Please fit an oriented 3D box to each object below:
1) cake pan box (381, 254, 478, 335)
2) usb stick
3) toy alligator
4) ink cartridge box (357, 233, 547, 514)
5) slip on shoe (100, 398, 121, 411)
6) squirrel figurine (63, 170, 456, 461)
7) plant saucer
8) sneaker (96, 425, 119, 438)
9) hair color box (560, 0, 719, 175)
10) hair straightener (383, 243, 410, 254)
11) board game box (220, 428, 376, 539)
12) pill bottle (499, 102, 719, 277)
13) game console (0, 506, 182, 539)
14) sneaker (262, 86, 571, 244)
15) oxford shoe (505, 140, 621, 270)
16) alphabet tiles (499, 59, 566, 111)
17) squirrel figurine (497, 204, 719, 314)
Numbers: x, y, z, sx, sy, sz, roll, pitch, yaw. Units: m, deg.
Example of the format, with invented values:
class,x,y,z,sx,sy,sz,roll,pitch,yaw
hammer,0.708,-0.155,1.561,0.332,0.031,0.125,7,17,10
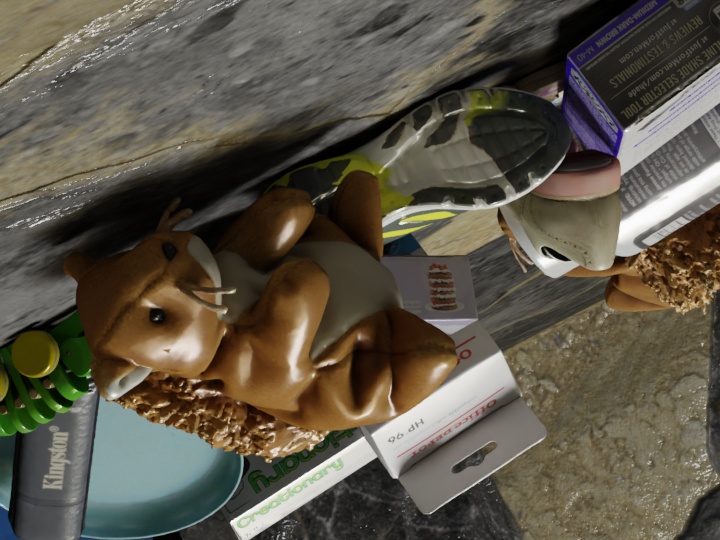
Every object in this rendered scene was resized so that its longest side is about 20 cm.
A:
class,x,y,z,sx,sy,sz,roll,pitch,yaw
cake pan box,-0.052,0.036,1.700,0.200,0.052,0.184,1,160,-33
usb stick,-0.212,0.124,1.781,0.055,0.033,0.200,10,138,-3
toy alligator,-0.188,0.059,1.659,0.200,0.054,0.059,-29,173,18
ink cartridge box,0.036,0.068,1.891,0.116,0.200,0.068,-33,141,-5
slip on shoe,-0.110,0.049,1.842,0.200,0.061,0.076,-12,133,-15
squirrel figurine,-0.081,0.041,1.461,0.186,0.142,0.200,-2,149,-33
plant saucer,-0.182,0.122,1.822,0.200,0.027,0.200,1,139,1
sneaker,-0.154,0.087,1.923,0.200,0.075,0.087,-19,176,-45
hair color box,0.185,-0.124,1.604,0.109,0.065,0.200,-37,174,-2
hair straightener,0.000,0.000,1.810,0.041,0.077,0.200,-38,169,15
board game box,-0.036,0.105,1.961,0.200,0.126,0.035,-33,138,-5
pill bottle,0.196,-0.079,1.778,0.200,0.111,0.111,-32,171,16
game console,-0.242,0.205,1.913,0.176,0.200,0.116,-31,172,31
sneaker,0.031,-0.060,1.581,0.200,0.075,0.085,-18,179,1
oxford shoe,0.116,-0.043,1.662,0.071,0.074,0.200,-10,-169,-9
alphabet tiles,0.071,-0.086,1.711,0.195,0.015,0.200,-24,172,-25
squirrel figurine,0.211,-0.040,1.993,0.200,0.142,0.187,10,180,43
